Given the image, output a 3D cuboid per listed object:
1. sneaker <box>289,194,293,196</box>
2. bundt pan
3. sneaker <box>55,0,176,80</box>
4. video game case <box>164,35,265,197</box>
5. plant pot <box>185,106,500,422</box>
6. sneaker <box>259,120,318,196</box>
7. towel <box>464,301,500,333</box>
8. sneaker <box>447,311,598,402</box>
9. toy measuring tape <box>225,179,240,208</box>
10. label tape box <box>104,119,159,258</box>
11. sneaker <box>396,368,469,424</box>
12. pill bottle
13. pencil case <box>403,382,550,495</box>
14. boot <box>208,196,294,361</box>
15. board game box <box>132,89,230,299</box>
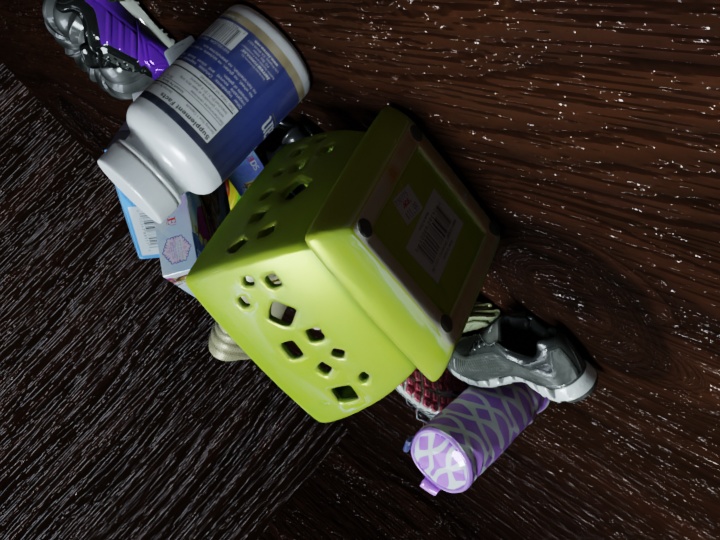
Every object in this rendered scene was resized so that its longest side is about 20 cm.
[{"bbox_3d":[-0.096,-0.091,1.199,0.199,0.070,0.084,28,140,57],"label":"sneaker"},{"bbox_3d":[-0.366,-0.320,1.235,0.201,0.076,0.202,41,167,12],"label":"bundt pan"},{"bbox_3d":[-0.293,-0.275,1.088,0.200,0.100,0.069,49,168,-23],"label":"sneaker"},{"bbox_3d":[-0.150,-0.149,1.052,0.182,0.045,0.201,59,179,35],"label":"video game case"},{"bbox_3d":[0.002,-0.010,0.780,0.180,0.201,0.199,-19,121,44],"label":"plant pot"},{"bbox_3d":[-0.057,-0.113,0.952,0.199,0.072,0.083,32,162,43],"label":"sneaker"},{"bbox_3d":[0.062,0.059,1.037,0.146,0.037,0.200,-1,176,-17],"label":"towel"},{"bbox_3d":[0.154,0.079,0.932,0.199,0.067,0.091,5,135,53],"label":"sneaker"},{"bbox_3d":[-0.189,-0.126,1.208,0.201,0.073,0.074,57,178,36],"label":"toy measuring tape"},{"bbox_3d":[-0.242,-0.129,1.097,0.201,0.062,0.146,-84,-13,-57],"label":"label tape box"},{"bbox_3d":[0.087,0.153,1.055,0.074,0.081,0.199,-22,130,42],"label":"sneaker"},{"bbox_3d":[-0.150,-0.144,0.837,0.111,0.200,0.111,40,168,10],"label":"pill bottle"},{"bbox_3d":[0.139,0.171,0.988,0.083,0.199,0.086,30,131,30],"label":"pencil case"},{"bbox_3d":[-0.091,0.008,0.982,0.072,0.157,0.200,26,-155,14],"label":"boot"},{"bbox_3d":[-0.184,-0.070,0.976,0.200,0.041,0.202,61,-165,-76],"label":"board game box"}]
